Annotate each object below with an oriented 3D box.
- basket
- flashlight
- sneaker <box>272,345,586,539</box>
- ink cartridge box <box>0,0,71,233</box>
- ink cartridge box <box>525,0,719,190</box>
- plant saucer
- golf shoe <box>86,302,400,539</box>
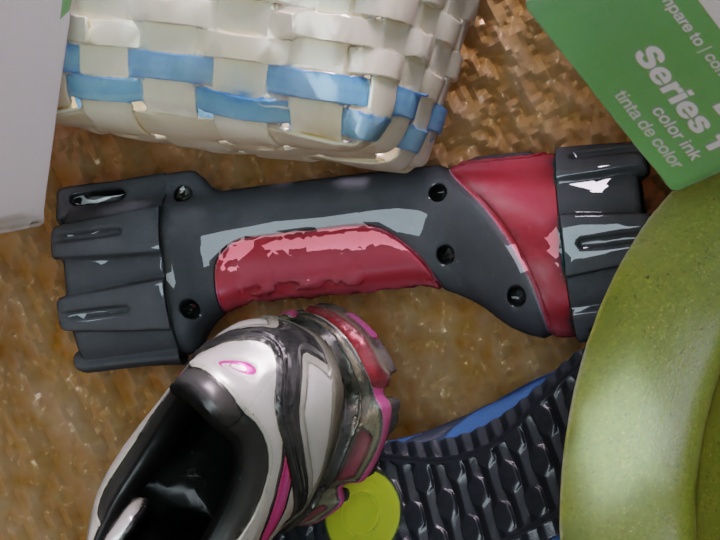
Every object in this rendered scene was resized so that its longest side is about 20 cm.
[{"bbox_3d":[-0.036,-0.138,0.915,0.175,0.139,0.201,9,95,17],"label":"basket"},{"bbox_3d":[0.000,0.000,0.955,0.199,0.068,0.068,-8,124,7],"label":"flashlight"},{"bbox_3d":[0.049,0.076,0.952,0.199,0.078,0.066,-26,70,23],"label":"sneaker"},{"bbox_3d":[-0.188,-0.101,0.878,0.199,0.087,0.146,15,103,29],"label":"ink cartridge box"},{"bbox_3d":[0.157,-0.128,0.801,0.199,0.145,0.084,-24,120,32],"label":"ink cartridge box"},{"bbox_3d":[0.135,0.060,0.886,0.031,0.199,0.201,8,91,42],"label":"plant saucer"},{"bbox_3d":[-0.066,0.098,0.923,0.073,0.092,0.201,38,117,26],"label":"golf shoe"}]
